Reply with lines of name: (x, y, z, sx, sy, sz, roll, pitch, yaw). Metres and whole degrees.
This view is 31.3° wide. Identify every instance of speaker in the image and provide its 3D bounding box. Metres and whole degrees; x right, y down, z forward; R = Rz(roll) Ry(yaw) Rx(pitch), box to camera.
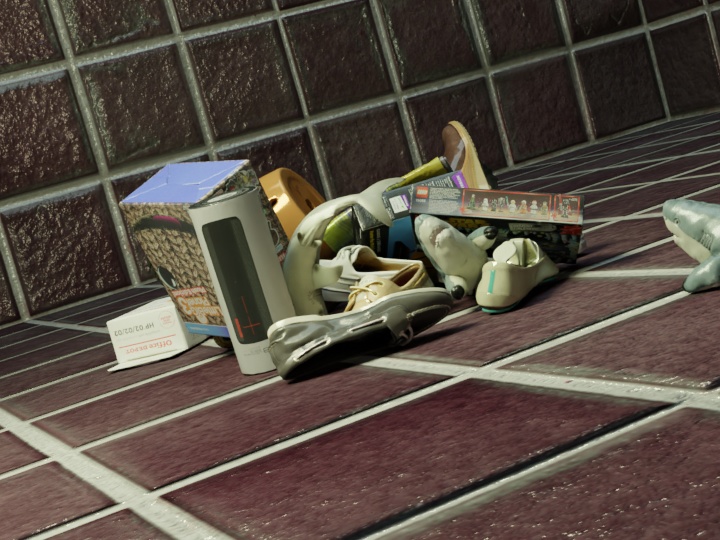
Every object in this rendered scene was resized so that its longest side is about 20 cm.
speaker: (-0.125, 0.012, 1.443, 0.081, 0.201, 0.081, -16, 11, 3)

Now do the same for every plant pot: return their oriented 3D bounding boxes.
plant pot: (-0.115, -0.046, 1.777, 0.140, 0.200, 0.200, -40, -1, 16)

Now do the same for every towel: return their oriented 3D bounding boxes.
towel: (0.048, -0.074, 1.704, 0.200, 0.023, 0.144, -29, -25, 7)

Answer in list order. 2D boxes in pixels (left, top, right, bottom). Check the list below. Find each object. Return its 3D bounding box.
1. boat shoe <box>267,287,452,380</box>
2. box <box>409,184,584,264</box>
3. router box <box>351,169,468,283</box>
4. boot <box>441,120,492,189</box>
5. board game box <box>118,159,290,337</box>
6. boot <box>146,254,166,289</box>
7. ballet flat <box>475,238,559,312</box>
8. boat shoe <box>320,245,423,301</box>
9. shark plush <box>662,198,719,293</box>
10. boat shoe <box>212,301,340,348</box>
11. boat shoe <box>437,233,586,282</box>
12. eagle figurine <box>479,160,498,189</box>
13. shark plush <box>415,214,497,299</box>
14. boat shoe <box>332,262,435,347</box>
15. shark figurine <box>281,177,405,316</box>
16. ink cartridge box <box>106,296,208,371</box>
boat shoe: (0.004, 0.069, 1.333, 0.199, 0.057, 0.067, -13, -30, -4)
box: (0.162, -0.053, 1.527, 0.199, 0.040, 0.137, 4, -19, 8)
router box: (0.067, -0.041, 1.687, 0.149, 0.051, 0.200, -17, -28, -7)
boot: (0.096, -0.119, 1.832, 0.166, 0.072, 0.200, -22, 48, 6)
board game box: (-0.174, -0.025, 1.572, 0.159, 0.200, 0.097, 2, 37, 45)
boot: (-0.205, 0.002, 1.881, 0.080, 0.211, 0.158, -54, 6, 18)
ballet flat: (0.178, -0.005, 1.449, 0.069, 0.070, 0.200, -13, 6, 22)
boat shoe: (0.000, 0.000, 1.603, 0.200, 0.070, 0.071, 12, 33, 39)
shark plush: (0.354, -0.033, 1.146, 0.091, 0.084, 0.200, -18, 6, -25)
boat shoe: (-0.098, 0.053, 1.680, 0.200, 0.072, 0.068, -27, 11, -9)
boat shoe: (0.189, -0.033, 1.668, 0.199, 0.069, 0.072, -14, 6, 25)
eagle figurine: (0.137, -0.074, 1.974, 0.151, 0.151, 0.200, -24, 13, 20)
shark plush: (0.110, -0.021, 1.507, 0.083, 0.091, 0.200, 28, 3, 11)
boat shoe: (0.017, 0.038, 1.453, 0.074, 0.069, 0.200, -12, 6, 36)
shark figurine: (-0.045, -0.037, 1.492, 0.215, 0.128, 0.090, -60, 1, 26)
ink cartridge box: (-0.285, 0.082, 1.869, 0.115, 0.068, 0.200, -14, 6, 18)
